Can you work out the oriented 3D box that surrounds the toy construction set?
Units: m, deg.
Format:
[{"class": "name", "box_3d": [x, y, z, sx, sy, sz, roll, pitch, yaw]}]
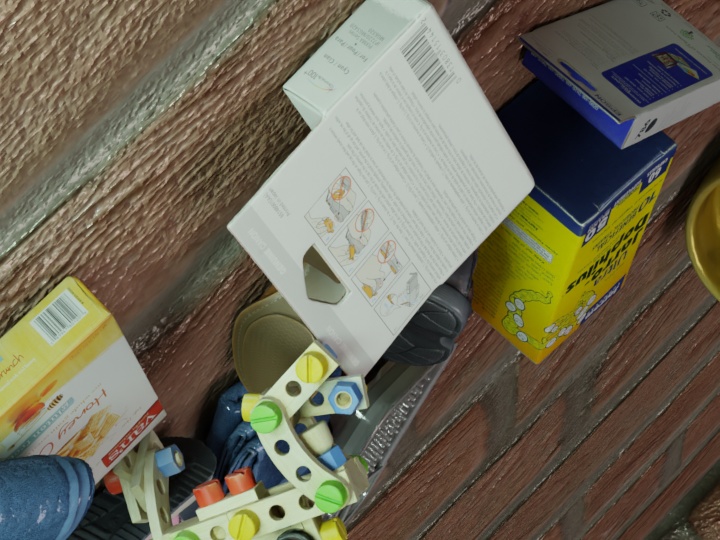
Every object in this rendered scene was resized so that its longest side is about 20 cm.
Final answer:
[{"class": "toy construction set", "box_3d": [-0.077, 0.129, 1.447, 0.199, 0.132, 0.092, -19, -173, 30]}]

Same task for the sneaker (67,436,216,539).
[{"class": "sneaker", "box_3d": [-0.167, 0.192, 1.535, 0.200, 0.070, 0.082, -33, 143, -38]}]

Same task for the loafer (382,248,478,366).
[{"class": "loafer", "box_3d": [0.046, 0.020, 1.670, 0.063, 0.072, 0.200, -65, -174, -17]}]

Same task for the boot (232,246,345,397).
[{"class": "boot", "box_3d": [0.000, 0.000, 1.559, 0.155, 0.074, 0.200, -37, 162, -45]}]

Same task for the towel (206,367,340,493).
[{"class": "towel", "box_3d": [-0.067, 0.134, 1.685, 0.112, 0.048, 0.200, -39, 159, -32]}]

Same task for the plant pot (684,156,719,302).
[{"class": "plant pot", "box_3d": [0.441, -0.070, 2.293, 0.189, 0.200, 0.201, -52, 169, -43]}]

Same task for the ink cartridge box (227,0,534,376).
[{"class": "ink cartridge box", "box_3d": [0.006, -0.050, 1.408, 0.176, 0.045, 0.200, -47, 143, -8]}]

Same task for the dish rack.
[{"class": "dish rack", "box_3d": [-0.006, 0.142, 1.846, 0.200, 0.043, 0.172, -59, 170, 30]}]

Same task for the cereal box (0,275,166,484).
[{"class": "cereal box", "box_3d": [-0.187, 0.093, 1.349, 0.144, 0.040, 0.200, -44, 162, -10]}]

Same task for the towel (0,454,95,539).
[{"class": "towel", "box_3d": [-0.238, 0.149, 1.238, 0.199, 0.049, 0.112, -6, 149, -46]}]

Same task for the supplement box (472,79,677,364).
[{"class": "supplement box", "box_3d": [0.143, -0.042, 1.745, 0.109, 0.109, 0.200, -40, 161, -26]}]

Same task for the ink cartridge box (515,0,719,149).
[{"class": "ink cartridge box", "box_3d": [0.185, -0.142, 1.656, 0.200, 0.099, 0.039, -23, 151, -53]}]
